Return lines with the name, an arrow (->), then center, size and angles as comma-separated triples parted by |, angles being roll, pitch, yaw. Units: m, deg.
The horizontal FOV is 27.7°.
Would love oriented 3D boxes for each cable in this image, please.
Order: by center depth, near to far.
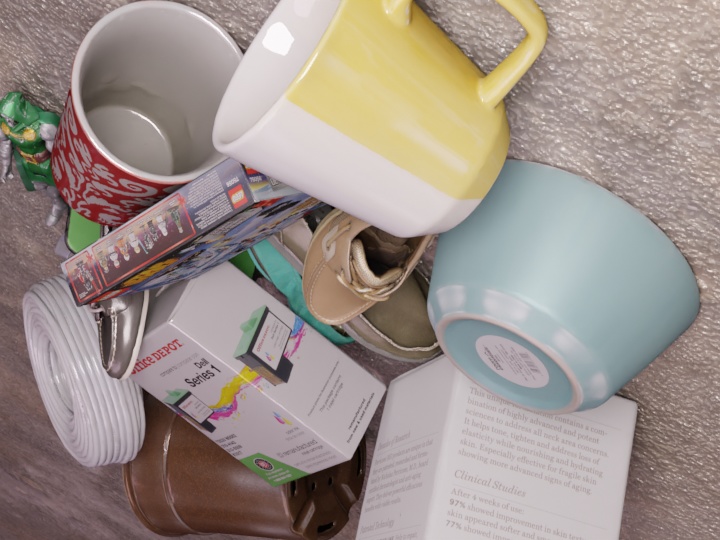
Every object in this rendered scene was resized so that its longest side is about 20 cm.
cable -> -0.276, 0.101, 1.454 | 0.200, 0.069, 0.201 | 12, 117, 62

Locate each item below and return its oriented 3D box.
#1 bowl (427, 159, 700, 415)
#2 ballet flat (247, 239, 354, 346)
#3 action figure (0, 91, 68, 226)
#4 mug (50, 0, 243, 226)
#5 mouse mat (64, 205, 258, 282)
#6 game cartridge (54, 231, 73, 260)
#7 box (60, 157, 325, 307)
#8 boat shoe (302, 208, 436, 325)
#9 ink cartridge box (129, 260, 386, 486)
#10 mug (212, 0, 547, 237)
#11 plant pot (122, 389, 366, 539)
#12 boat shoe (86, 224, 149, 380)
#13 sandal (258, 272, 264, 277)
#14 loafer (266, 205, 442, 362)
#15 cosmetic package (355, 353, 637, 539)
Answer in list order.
bowl -> 0.127, 0.027, 1.030 | 0.200, 0.105, 0.201 | 26, 154, 14
ballet flat -> -0.041, -0.003, 1.242 | 0.070, 0.068, 0.200 | -5, 142, 18
action figure -> -0.294, -0.102, 1.352 | 0.117, 0.055, 0.200 | 12, 153, 15
mug -> -0.155, -0.093, 1.121 | 0.177, 0.134, 0.200 | 39, 158, -9
mouse mat -> -0.176, -0.038, 1.303 | 0.199, 0.008, 0.162 | 28, 127, 14
game cartridge -> -0.212, 0.026, 1.473 | 0.129, 0.039, 0.200 | 26, 168, 28
box -> -0.109, -0.036, 1.082 | 0.199, 0.137, 0.040 | -27, 84, 35
boat shoe -> 0.005, -0.014, 1.069 | 0.071, 0.065, 0.200 | 22, 138, -10
ink cartridge box -> -0.101, 0.089, 1.272 | 0.200, 0.084, 0.145 | 39, 147, -15
mug -> 0.018, -0.099, 0.893 | 0.153, 0.150, 0.186 | 33, 163, -21
plant pot -> -0.112, 0.196, 1.543 | 0.197, 0.201, 0.201 | 4, 144, 33
boat shoe -> -0.207, -0.010, 1.229 | 0.057, 0.202, 0.067 | 12, 167, -24
sandal -> -0.161, -0.016, 1.350 | 0.199, 0.054, 0.080 | 9, 147, 34
loafer -> 0.000, 0.000, 1.166 | 0.200, 0.075, 0.070 | 40, 159, -15
cosmetic package -> 0.106, 0.192, 1.196 | 0.166, 0.201, 0.166 | 19, 159, -15
